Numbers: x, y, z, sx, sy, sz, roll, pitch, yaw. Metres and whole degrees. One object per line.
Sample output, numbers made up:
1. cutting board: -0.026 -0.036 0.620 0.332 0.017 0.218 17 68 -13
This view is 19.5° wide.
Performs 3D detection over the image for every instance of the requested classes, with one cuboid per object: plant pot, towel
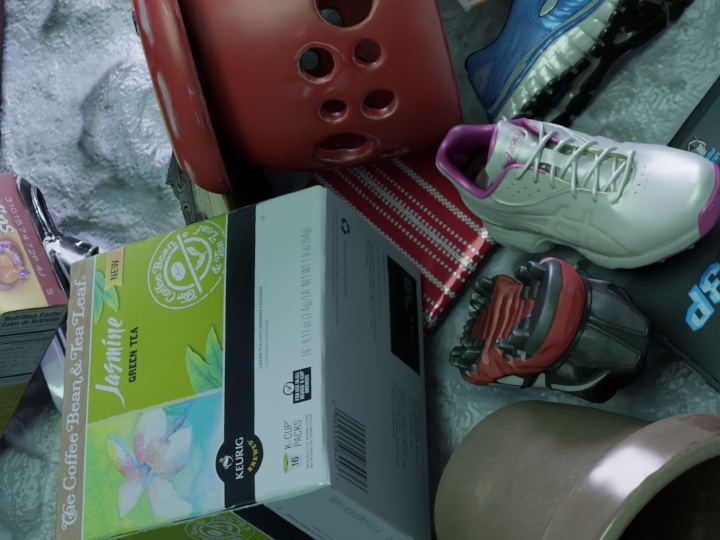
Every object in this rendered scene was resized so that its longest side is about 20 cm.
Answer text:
1. plant pot: -0.046 -0.157 1.319 0.181 0.201 0.202 -14 68 0
2. plant pot: 0.135 0.154 1.189 0.174 0.200 0.201 30 92 49
3. towel: 0.000 0.000 1.390 0.144 0.022 0.201 41 98 32

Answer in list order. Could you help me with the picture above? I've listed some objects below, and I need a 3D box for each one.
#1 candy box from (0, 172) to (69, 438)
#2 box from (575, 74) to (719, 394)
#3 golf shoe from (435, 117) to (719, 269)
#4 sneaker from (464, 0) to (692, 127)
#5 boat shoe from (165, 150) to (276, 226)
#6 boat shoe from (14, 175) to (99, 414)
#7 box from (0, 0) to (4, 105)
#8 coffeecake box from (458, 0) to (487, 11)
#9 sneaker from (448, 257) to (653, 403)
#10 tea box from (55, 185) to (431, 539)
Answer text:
1. candy box: -0.274 0.040 1.460 0.200 0.056 0.117 -56 52 42
2. box: 0.246 -0.029 1.243 0.159 0.046 0.200 42 98 32
3. golf shoe: 0.125 -0.051 1.242 0.199 0.091 0.076 2 64 48
4. sneaker: 0.140 -0.176 1.326 0.200 0.078 0.089 -44 62 12
5. boat shoe: -0.104 -0.068 1.431 0.065 0.073 0.201 -38 46 26
6. boat shoe: -0.204 0.013 1.484 0.070 0.072 0.201 -25 68 3
7. box: -0.379 -0.194 1.574 0.163 0.166 0.202 -10 72 26
8. coffeecake box: 0.135 -0.272 1.324 0.199 0.073 0.154 -24 38 22
9. sneaker: 0.115 0.042 1.247 0.097 0.200 0.071 19 80 -11
10. tea box: -0.072 0.084 1.299 0.195 0.134 0.202 -17 57 25
